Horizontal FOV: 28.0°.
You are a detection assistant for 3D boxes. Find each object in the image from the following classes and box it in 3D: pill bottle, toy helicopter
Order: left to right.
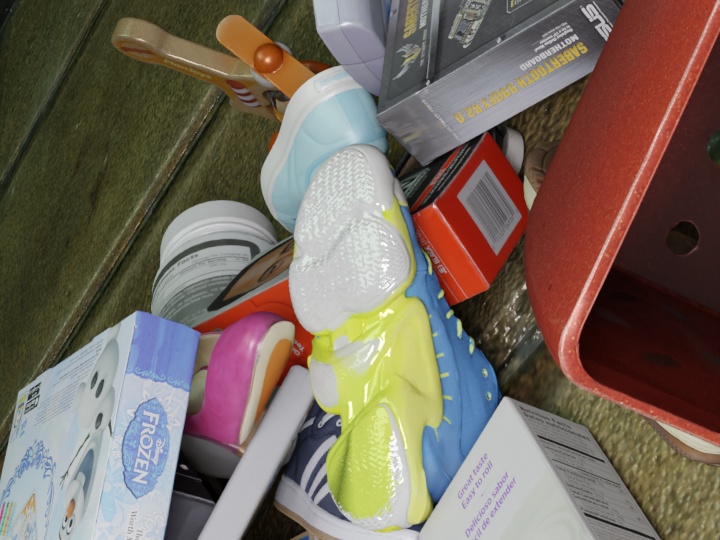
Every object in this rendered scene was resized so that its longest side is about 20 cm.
[{"bbox_3d":[-0.097,0.045,1.066,0.114,0.113,0.201,-54,28,27],"label":"pill bottle"},{"bbox_3d":[-0.096,-0.153,1.120,0.132,0.199,0.079,143,145,-76],"label":"toy helicopter"}]

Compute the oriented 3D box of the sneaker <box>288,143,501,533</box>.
[{"bbox_3d":[0.022,0.036,0.775,0.075,0.105,0.202,-7,83,40],"label":"sneaker"}]

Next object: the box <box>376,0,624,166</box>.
[{"bbox_3d":[0.090,-0.175,0.866,0.158,0.048,0.201,-29,36,31],"label":"box"}]

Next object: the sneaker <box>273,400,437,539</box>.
[{"bbox_3d":[0.009,0.107,0.853,0.200,0.070,0.109,6,77,68],"label":"sneaker"}]

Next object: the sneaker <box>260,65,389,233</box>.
[{"bbox_3d":[-0.023,-0.058,1.020,0.200,0.073,0.082,103,146,-66],"label":"sneaker"}]

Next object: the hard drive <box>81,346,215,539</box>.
[{"bbox_3d":[-0.165,0.150,0.897,0.140,0.038,0.200,-62,33,9],"label":"hard drive"}]

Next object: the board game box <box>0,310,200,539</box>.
[{"bbox_3d":[-0.161,0.145,0.798,0.200,0.043,0.201,-29,47,55],"label":"board game box"}]

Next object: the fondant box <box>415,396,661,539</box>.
[{"bbox_3d":[0.083,0.175,0.662,0.145,0.058,0.200,-60,24,18],"label":"fondant box"}]

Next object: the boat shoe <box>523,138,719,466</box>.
[{"bbox_3d":[0.135,0.022,0.688,0.203,0.074,0.075,-109,12,-46],"label":"boat shoe"}]

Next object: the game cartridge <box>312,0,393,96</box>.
[{"bbox_3d":[0.012,-0.184,0.950,0.040,0.200,0.135,-6,86,17],"label":"game cartridge"}]

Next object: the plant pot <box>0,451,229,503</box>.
[{"bbox_3d":[-0.193,0.180,1.079,0.198,0.199,0.201,-47,31,24],"label":"plant pot"}]

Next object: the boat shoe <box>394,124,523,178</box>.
[{"bbox_3d":[0.025,-0.033,0.943,0.200,0.060,0.074,-43,32,43],"label":"boat shoe"}]

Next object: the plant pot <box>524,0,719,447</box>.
[{"bbox_3d":[0.166,-0.038,0.522,0.201,0.199,0.176,-66,14,4],"label":"plant pot"}]

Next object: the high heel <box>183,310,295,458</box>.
[{"bbox_3d":[-0.093,0.051,0.805,0.068,0.095,0.200,-61,-1,-17],"label":"high heel"}]

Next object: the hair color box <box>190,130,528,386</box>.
[{"bbox_3d":[0.000,0.000,0.868,0.199,0.061,0.102,-28,15,34],"label":"hair color box"}]

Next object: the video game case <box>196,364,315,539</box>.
[{"bbox_3d":[-0.089,0.175,0.842,0.201,0.023,0.182,-63,-1,-34],"label":"video game case"}]

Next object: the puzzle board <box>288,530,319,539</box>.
[{"bbox_3d":[-0.067,0.261,0.913,0.200,0.017,0.152,-38,48,52],"label":"puzzle board"}]
